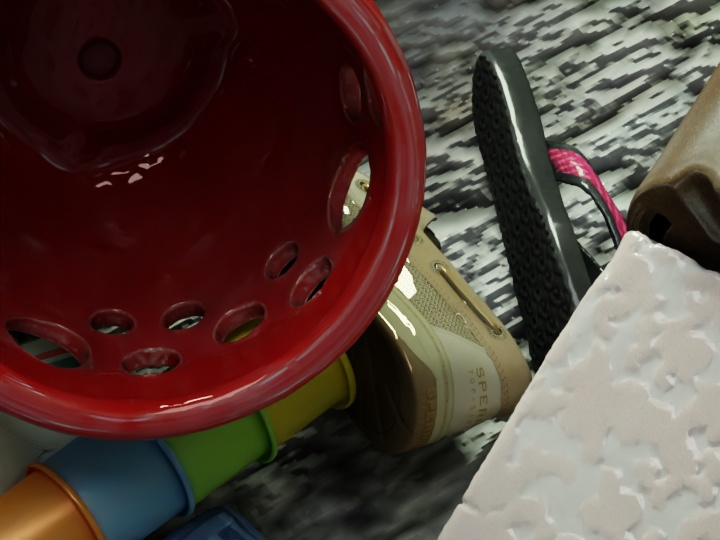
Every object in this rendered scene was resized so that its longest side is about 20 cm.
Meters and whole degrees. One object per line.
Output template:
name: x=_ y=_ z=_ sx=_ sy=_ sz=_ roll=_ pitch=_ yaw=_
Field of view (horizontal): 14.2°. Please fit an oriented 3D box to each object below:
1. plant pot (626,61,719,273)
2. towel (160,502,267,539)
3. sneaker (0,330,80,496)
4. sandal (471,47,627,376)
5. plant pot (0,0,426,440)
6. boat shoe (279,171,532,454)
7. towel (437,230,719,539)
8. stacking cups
plant pot: x=0.217 y=-0.052 z=1.124 sx=0.200 sy=0.200 sz=0.198 roll=29 pitch=69 yaw=26
towel: x=-0.026 y=0.177 z=1.050 sx=0.112 sy=0.049 sz=0.200 roll=-38 pitch=57 yaw=-21
sneaker: x=-0.179 y=0.091 z=1.099 sx=0.199 sy=0.094 sz=0.070 roll=-23 pitch=7 yaw=-29
sandal: x=0.086 y=-0.016 z=1.178 sx=0.045 sy=0.075 sz=0.200 roll=-3 pitch=48 yaw=-10
plant pot: x=-0.087 y=-0.063 z=1.072 sx=0.200 sy=0.201 sz=0.183 roll=-13 pitch=25 yaw=-4
boat shoe: x=0.000 y=0.000 z=1.180 sx=0.064 sy=0.071 sz=0.200 roll=-11 pitch=44 yaw=-27
towel: x=0.132 y=0.107 z=1.052 sx=0.200 sy=0.032 sz=0.191 roll=30 pitch=87 yaw=27
stacking cups: x=-0.092 y=0.083 z=1.090 sx=0.200 sy=0.061 sz=0.060 roll=-38 pitch=57 yaw=-25
